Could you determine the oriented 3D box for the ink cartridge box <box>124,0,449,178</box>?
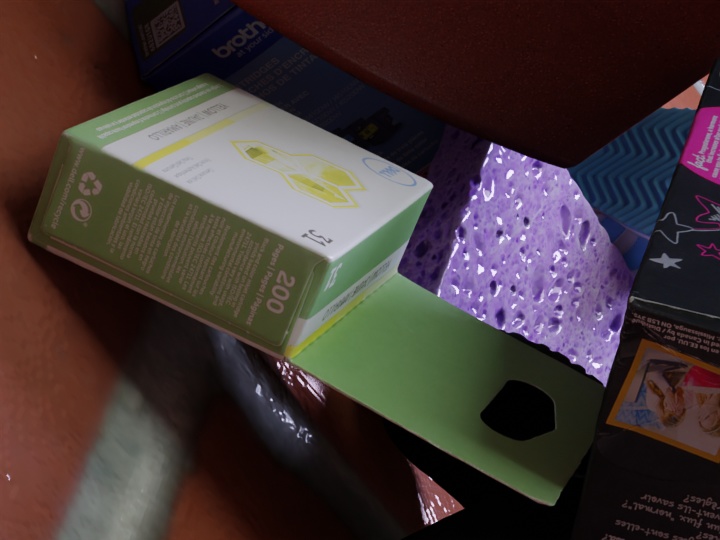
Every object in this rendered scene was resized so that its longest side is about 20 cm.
[{"bbox_3d":[-0.036,-0.116,0.977,0.200,0.076,0.137,34,31,-43],"label":"ink cartridge box"}]

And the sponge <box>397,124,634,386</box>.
[{"bbox_3d":[0.082,0.025,0.992,0.200,0.030,0.112,52,48,-41],"label":"sponge"}]

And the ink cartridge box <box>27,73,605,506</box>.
[{"bbox_3d":[0.000,0.000,0.801,0.200,0.048,0.146,25,18,10],"label":"ink cartridge box"}]

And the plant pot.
[{"bbox_3d":[0.075,-0.164,0.898,0.176,0.200,0.200,41,30,-25],"label":"plant pot"}]

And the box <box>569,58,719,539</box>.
[{"bbox_3d":[0.163,0.027,0.805,0.132,0.115,0.200,15,32,10],"label":"box"}]

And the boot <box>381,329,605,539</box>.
[{"bbox_3d":[0.046,0.098,0.824,0.198,0.074,0.162,28,34,32],"label":"boot"}]

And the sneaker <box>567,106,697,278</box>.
[{"bbox_3d":[0.132,-0.025,1.069,0.081,0.200,0.077,53,58,-39],"label":"sneaker"}]
